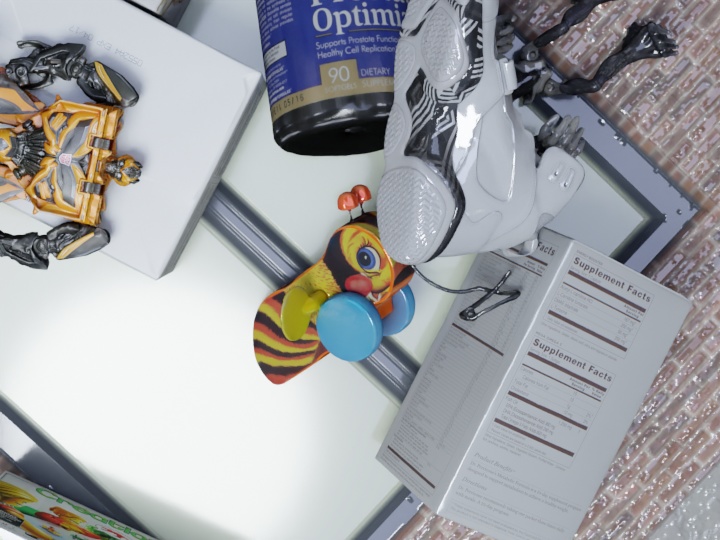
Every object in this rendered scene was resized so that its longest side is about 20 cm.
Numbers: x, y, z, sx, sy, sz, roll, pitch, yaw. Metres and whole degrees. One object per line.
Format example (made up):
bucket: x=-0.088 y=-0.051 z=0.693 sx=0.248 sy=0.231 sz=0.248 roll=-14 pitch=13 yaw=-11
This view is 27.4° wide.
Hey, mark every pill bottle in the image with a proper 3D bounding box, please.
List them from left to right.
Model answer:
pill bottle: x=-0.016 y=-0.185 z=1.000 sx=0.111 sy=0.112 sz=0.201 roll=-8 pitch=82 yaw=-1

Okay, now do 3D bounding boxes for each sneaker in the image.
sneaker: x=0.081 y=-0.099 z=0.930 sx=0.115 sy=0.075 sz=0.201 roll=4 pitch=103 yaw=-27

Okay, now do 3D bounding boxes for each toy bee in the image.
toy bee: x=0.000 y=0.000 z=1.011 sx=0.199 sy=0.131 sz=0.109 roll=-24 pitch=95 yaw=13

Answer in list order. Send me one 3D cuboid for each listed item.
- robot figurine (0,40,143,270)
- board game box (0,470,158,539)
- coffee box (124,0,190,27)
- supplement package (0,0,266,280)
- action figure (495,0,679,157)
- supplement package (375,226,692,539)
robot figurine: x=-0.236 y=-0.080 z=0.922 sx=0.199 sy=0.058 sz=0.146 roll=11 pitch=94 yaw=-1
board game box: x=-0.175 y=0.206 z=1.019 sx=0.199 sy=0.126 sz=0.035 roll=25 pitch=93 yaw=-3
coffee box: x=-0.118 y=-0.274 z=0.998 sx=0.080 sy=0.113 sz=0.200 roll=28 pitch=92 yaw=-3
supplement package: x=-0.187 y=-0.107 z=1.007 sx=0.200 sy=0.111 sz=0.156 roll=27 pitch=92 yaw=-2
action figure: x=0.113 y=-0.130 z=1.021 sx=0.200 sy=0.102 sz=0.119 roll=-36 pitch=95 yaw=-3
supplement package: x=0.117 y=0.077 z=1.013 sx=0.109 sy=0.114 sz=0.200 roll=26 pitch=93 yaw=-25
